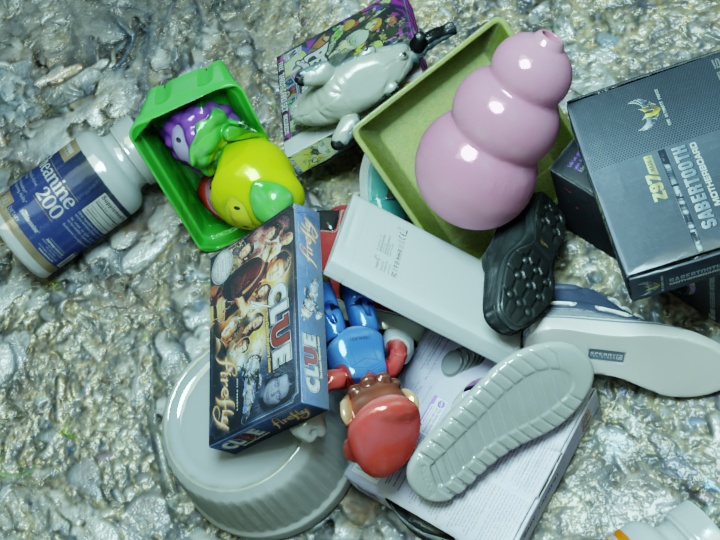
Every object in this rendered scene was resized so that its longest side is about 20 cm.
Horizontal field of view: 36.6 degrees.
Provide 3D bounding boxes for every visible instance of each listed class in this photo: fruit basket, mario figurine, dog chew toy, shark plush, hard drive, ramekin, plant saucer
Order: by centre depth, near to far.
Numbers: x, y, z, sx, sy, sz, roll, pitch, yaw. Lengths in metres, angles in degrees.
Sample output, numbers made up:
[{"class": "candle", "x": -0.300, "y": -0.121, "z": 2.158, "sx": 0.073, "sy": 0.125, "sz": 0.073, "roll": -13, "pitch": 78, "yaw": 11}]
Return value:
[{"class": "mario figurine", "x": -0.008, "y": 0.104, "z": 1.031, "sx": 0.122, "sy": 0.106, "sz": 0.202, "roll": -24, "pitch": 61, "yaw": 11}, {"class": "dog chew toy", "x": 0.134, "y": -0.137, "z": 1.041, "sx": 0.125, "sy": 0.123, "sz": 0.201, "roll": 53, "pitch": 129, "yaw": 32}, {"class": "hard drive", "x": 0.067, "y": 0.008, "z": 1.066, "sx": 0.198, "sy": 0.027, "sz": 0.132, "roll": 27, "pitch": 32, "yaw": -6}, {"class": "ramekin", "x": -0.105, "y": 0.158, "z": 1.092, "sx": 0.197, "sy": 0.105, "sz": 0.203, "roll": -8, "pitch": 61, "yaw": 14}, {"class": "plant saucer", "x": 0.118, "y": -0.128, "z": 1.153, "sx": 0.199, "sy": 0.201, "sz": 0.048, "roll": -37, "pitch": 15, "yaw": -4}, {"class": "shark plush", "x": 0.007, "y": -0.220, "z": 1.170, "sx": 0.200, "sy": 0.083, "sz": 0.091, "roll": -41, "pitch": 101, "yaw": 7}, {"class": "fruit basket", "x": -0.142, "y": -0.102, "z": 1.184, "sx": 0.154, "sy": 0.216, "sz": 0.218, "roll": -21, "pitch": 59, "yaw": 6}]

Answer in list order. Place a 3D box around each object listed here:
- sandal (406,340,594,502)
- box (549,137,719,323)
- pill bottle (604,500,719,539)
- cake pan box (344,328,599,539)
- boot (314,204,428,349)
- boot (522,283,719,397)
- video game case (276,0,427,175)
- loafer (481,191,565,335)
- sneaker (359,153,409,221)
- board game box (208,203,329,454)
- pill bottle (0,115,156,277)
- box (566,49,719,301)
[{"class": "sandal", "x": 0.122, "y": 0.130, "z": 1.006, "sx": 0.202, "sy": 0.083, "sz": 0.050, "roll": -35, "pitch": 15, "yaw": -1}, {"class": "box", "x": 0.298, "y": -0.060, "z": 1.065, "sx": 0.199, "sy": 0.122, "sz": 0.106, "roll": 36, "pitch": 79, "yaw": 30}, {"class": "pill bottle", "x": 0.222, "y": 0.287, "z": 0.914, "sx": 0.199, "sy": 0.113, "sz": 0.113, "roll": -36, "pitch": 58, "yaw": -3}, {"class": "cake pan box", "x": 0.106, "y": 0.167, "z": 1.052, "sx": 0.183, "sy": 0.052, "sz": 0.201, "roll": 22, "pitch": 72, "yaw": 29}, {"class": "boot", "x": 0.000, "y": 0.000, "z": 1.164, "sx": 0.198, "sy": 0.073, "sz": 0.145, "roll": 15, "pitch": 67, "yaw": 28}, {"class": "boot", "x": 0.256, "y": 0.058, "z": 1.049, "sx": 0.197, "sy": 0.073, "sz": 0.091, "roll": 12, "pitch": 35, "yaw": 2}, {"class": "video game case", "x": -0.011, "y": -0.221, "z": 1.257, "sx": 0.180, "sy": 0.036, "sz": 0.201, "roll": -25, "pitch": 43, "yaw": 16}, {"class": "loafer", "x": 0.151, "y": -0.001, "z": 1.062, "sx": 0.070, "sy": 0.068, "sz": 0.201, "roll": -35, "pitch": 18, "yaw": 37}, {"class": "sneaker", "x": 0.055, "y": -0.127, "z": 1.201, "sx": 0.079, "sy": 0.071, "sz": 0.202, "roll": -8, "pitch": 59, "yaw": 34}, {"class": "board game box", "x": -0.090, "y": 0.054, "z": 1.024, "sx": 0.135, "sy": 0.034, "sz": 0.202, "roll": -30, "pitch": 53, "yaw": 38}, {"class": "pill bottle", "x": -0.331, "y": -0.092, "z": 1.293, "sx": 0.199, "sy": 0.111, "sz": 0.111, "roll": -37, "pitch": 58, "yaw": -3}, {"class": "box", "x": 0.287, "y": -0.088, "z": 0.980, "sx": 0.156, "sy": 0.051, "sz": 0.202, "roll": -17, "pitch": 59, "yaw": 10}]
